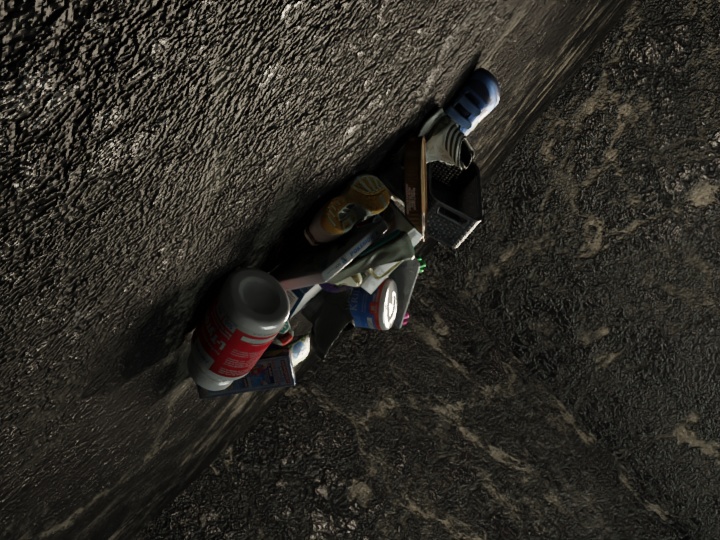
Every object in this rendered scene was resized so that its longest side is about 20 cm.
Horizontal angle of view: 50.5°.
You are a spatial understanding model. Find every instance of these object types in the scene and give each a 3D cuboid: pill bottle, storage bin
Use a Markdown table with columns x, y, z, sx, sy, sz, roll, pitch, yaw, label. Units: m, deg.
| x | y | z | sx | sy | sz | roll | pitch | yaw | label |
| --- | --- | --- | --- | --- | --- | --- | --- | --- | --- |
| -0.025 | 0.064 | 1.676 | 0.112 | 0.196 | 0.115 | 5 | 90 | -72 | pill bottle |
| 0.180 | -0.164 | 1.639 | 0.094 | 0.133 | 0.203 | -49 | -156 | 40 | storage bin |
| -0.198 | 0.099 | 1.192 | 0.112 | 0.112 | 0.201 | -37 | 169 | -51 | pill bottle |

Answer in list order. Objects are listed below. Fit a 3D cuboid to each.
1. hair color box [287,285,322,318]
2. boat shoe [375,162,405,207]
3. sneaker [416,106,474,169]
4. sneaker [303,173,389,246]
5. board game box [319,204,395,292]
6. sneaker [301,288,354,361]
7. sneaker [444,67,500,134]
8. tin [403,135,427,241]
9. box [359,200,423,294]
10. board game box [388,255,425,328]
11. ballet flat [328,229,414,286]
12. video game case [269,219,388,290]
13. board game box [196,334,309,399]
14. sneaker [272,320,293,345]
| x | y | z | sx | sy | sz | roll | pitch | yaw | label |
| --- | --- | --- | --- | --- | --- | --- | --- | --- | --- |
| -0.086 | 0.000 | 1.548 | 0.200 | 0.061 | 0.100 | -41 | 172 | -40 | hair color box |
| 0.081 | -0.175 | 1.526 | 0.062 | 0.073 | 0.200 | -46 | 168 | 11 | boat shoe |
| 0.156 | -0.225 | 1.509 | 0.076 | 0.115 | 0.201 | -43 | 173 | -20 | sneaker |
| -0.027 | -0.105 | 1.326 | 0.087 | 0.076 | 0.199 | -32 | 180 | 42 | sneaker |
| -0.026 | -0.059 | 1.413 | 0.201 | 0.039 | 0.157 | -54 | -143 | -2 | board game box |
| -0.045 | 0.082 | 1.571 | 0.199 | 0.104 | 0.060 | -42 | 173 | -32 | sneaker |
| 0.212 | -0.317 | 1.513 | 0.082 | 0.074 | 0.201 | -40 | 170 | -27 | sneaker |
| 0.106 | -0.155 | 1.454 | 0.112 | 0.041 | 0.204 | -61 | 150 | -63 | tin |
| 0.022 | -0.064 | 1.432 | 0.145 | 0.036 | 0.201 | -47 | -143 | 8 | box |
| 0.073 | -0.006 | 1.755 | 0.025 | 0.201 | 0.203 | -11 | 137 | -27 | board game box |
| 0.001 | -0.005 | 1.300 | 0.197 | 0.065 | 0.068 | -22 | -164 | 20 | ballet flat |
| -0.072 | -0.020 | 1.309 | 0.198 | 0.022 | 0.182 | -12 | -158 | 46 | video game case |
| -0.186 | 0.185 | 1.494 | 0.196 | 0.063 | 0.199 | -7 | -171 | 30 | board game box |
| -0.181 | 0.119 | 1.506 | 0.070 | 0.093 | 0.200 | -42 | 172 | -23 | sneaker |
